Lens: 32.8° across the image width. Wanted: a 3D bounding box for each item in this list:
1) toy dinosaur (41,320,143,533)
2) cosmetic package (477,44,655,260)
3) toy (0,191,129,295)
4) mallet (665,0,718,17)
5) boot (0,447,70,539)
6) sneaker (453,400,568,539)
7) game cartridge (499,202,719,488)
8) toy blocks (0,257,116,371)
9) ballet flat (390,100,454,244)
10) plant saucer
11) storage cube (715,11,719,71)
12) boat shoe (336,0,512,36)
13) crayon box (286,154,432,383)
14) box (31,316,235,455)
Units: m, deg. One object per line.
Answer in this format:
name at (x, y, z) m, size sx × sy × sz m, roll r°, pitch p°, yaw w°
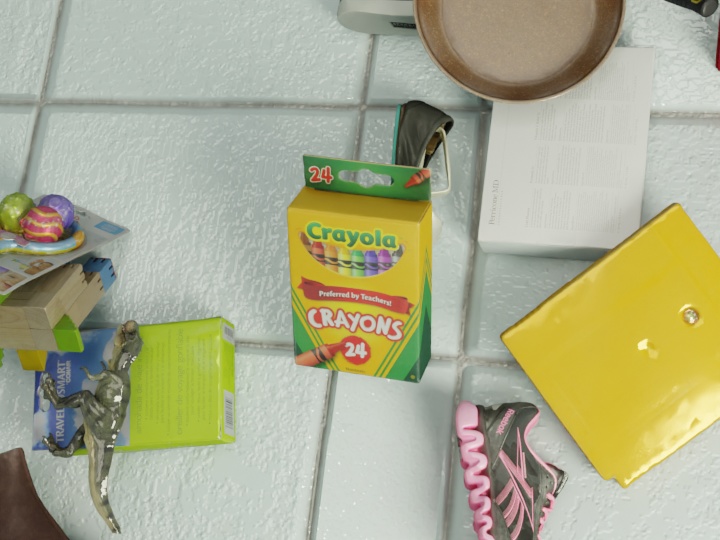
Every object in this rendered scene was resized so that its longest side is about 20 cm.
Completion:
toy dinosaur at (-0.259, 0.143, 1.163) m, size 0.087 × 0.047 × 0.203 m, roll 5°, pitch 83°, yaw 9°
cosmetic package at (0.197, -0.113, 1.163) m, size 0.149 × 0.052 × 0.202 m, roll 5°, pitch 77°, yaw 13°
toy at (-0.328, -0.045, 1.204) m, size 0.114 × 0.200 × 0.048 m, roll 22°, pitch 120°, yaw 17°
mallet at (0.261, -0.260, 1.140) m, size 0.066 × 0.041 × 0.200 m, roll -41°, pitch 32°, yaw 8°
boot at (-0.310, 0.248, 1.162) m, size 0.198 × 0.072 × 0.168 m, roll -20°, pitch 74°, yaw 13°
sneaker at (0.143, 0.208, 1.086) m, size 0.094 × 0.079 × 0.202 m, roll -10°, pitch 74°, yaw -1°
game cartridge at (0.253, 0.069, 1.088) m, size 0.199 × 0.032 × 0.177 m, roll -36°, pitch 88°, yaw 5°
toy blocks at (-0.341, 0.017, 1.227) m, size 0.198 × 0.101 × 0.137 m, roll 2°, pitch 34°, yaw 18°
ballet flat at (0.050, -0.069, 1.182) m, size 0.068 × 0.068 × 0.202 m, roll 11°, pitch 79°, yaw 7°
plant saucer at (0.148, -0.251, 1.153) m, size 0.198 × 0.037 × 0.203 m, roll 0°, pitch 82°, yaw 3°
storage cube at (0.421, -0.271, 1.082) m, size 0.198 × 0.180 × 0.173 m, roll 15°, pitch 79°, yaw 18°
boat shoe at (0.073, -0.273, 1.226) m, size 0.198 × 0.071 × 0.064 m, roll 9°, pitch 79°, yaw 18°
crayon box at (0.000, 0.000, 1.118) m, size 0.125 × 0.051 × 0.202 m, roll 7°, pitch 119°, yaw 16°
box at (-0.223, 0.116, 1.208) m, size 0.198 × 0.048 × 0.123 m, roll -6°, pitch 74°, yaw 13°
